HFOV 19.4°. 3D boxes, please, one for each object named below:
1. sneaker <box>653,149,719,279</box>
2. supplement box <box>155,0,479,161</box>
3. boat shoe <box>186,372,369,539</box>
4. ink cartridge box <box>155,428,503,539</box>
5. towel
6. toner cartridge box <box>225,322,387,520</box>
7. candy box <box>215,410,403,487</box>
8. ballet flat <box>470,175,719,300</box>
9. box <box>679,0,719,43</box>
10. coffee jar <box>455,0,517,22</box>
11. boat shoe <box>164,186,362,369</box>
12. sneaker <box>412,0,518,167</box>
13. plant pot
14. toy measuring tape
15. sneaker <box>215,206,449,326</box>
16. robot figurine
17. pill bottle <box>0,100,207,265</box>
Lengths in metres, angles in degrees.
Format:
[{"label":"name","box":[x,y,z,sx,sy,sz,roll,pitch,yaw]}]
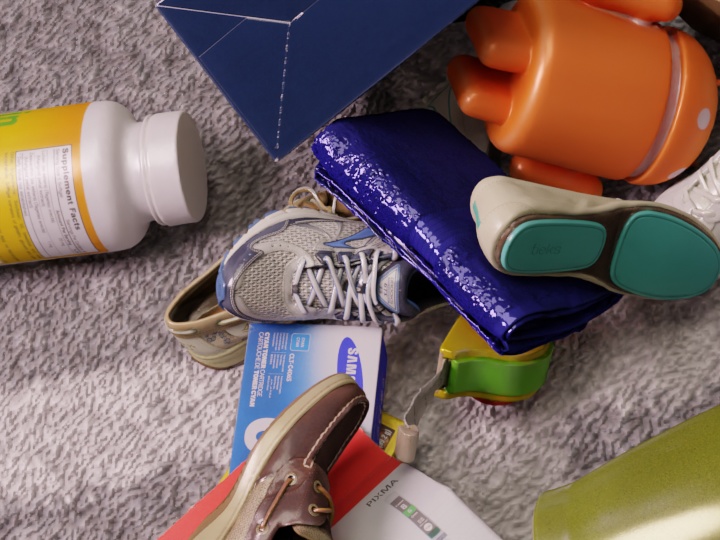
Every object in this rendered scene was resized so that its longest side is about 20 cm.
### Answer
[{"label":"sneaker","box":[0.261,-0.068,1.440,0.199,0.100,0.078,-33,56,-7]},{"label":"supplement box","box":[-0.006,-0.202,1.454,0.199,0.200,0.135,-37,95,16]},{"label":"boat shoe","box":[-0.046,0.153,1.289,0.072,0.072,0.200,29,62,20]},{"label":"ink cartridge box","box":[-0.016,0.180,1.311,0.161,0.050,0.200,-41,66,-16]},{"label":"towel","box":[0.068,-0.027,1.404,0.200,0.147,0.050,46,120,22]},{"label":"toner cartridge box","box":[-0.038,0.133,1.391,0.094,0.043,0.202,2,61,7]},{"label":"candy box","box":[-0.055,0.169,1.416,0.102,0.026,0.201,22,66,26]},{"label":"ballet flat","box":[0.152,-0.026,1.375,0.069,0.199,0.070,-17,69,50]},{"label":"box","box":[0.291,-0.161,1.458,0.199,0.163,0.021,32,93,30]},{"label":"coffee jar","box":[0.035,-0.232,1.603,0.198,0.105,0.086,-12,48,7]},{"label":"boat shoe","box":[-0.048,-0.006,1.488,0.200,0.063,0.073,-39,60,0]},{"label":"sneaker","box":[0.076,-0.118,1.541,0.080,0.071,0.202,9,61,23]},{"label":"plant pot","box":[0.211,0.174,1.259,0.191,0.201,0.202,-17,54,18]},{"label":"toy measuring tape","box":[0.083,0.072,1.389,0.073,0.074,0.200,6,29,18]},{"label":"sneaker","box":[0.000,0.000,1.416,0.198,0.078,0.085,-9,21,-27]},{"label":"robot figurine","box":[0.163,-0.126,1.459,0.198,0.117,0.145,13,80,-17]},{"label":"pill bottle","box":[-0.219,-0.066,1.559,0.198,0.111,0.112,-6,56,10]}]
